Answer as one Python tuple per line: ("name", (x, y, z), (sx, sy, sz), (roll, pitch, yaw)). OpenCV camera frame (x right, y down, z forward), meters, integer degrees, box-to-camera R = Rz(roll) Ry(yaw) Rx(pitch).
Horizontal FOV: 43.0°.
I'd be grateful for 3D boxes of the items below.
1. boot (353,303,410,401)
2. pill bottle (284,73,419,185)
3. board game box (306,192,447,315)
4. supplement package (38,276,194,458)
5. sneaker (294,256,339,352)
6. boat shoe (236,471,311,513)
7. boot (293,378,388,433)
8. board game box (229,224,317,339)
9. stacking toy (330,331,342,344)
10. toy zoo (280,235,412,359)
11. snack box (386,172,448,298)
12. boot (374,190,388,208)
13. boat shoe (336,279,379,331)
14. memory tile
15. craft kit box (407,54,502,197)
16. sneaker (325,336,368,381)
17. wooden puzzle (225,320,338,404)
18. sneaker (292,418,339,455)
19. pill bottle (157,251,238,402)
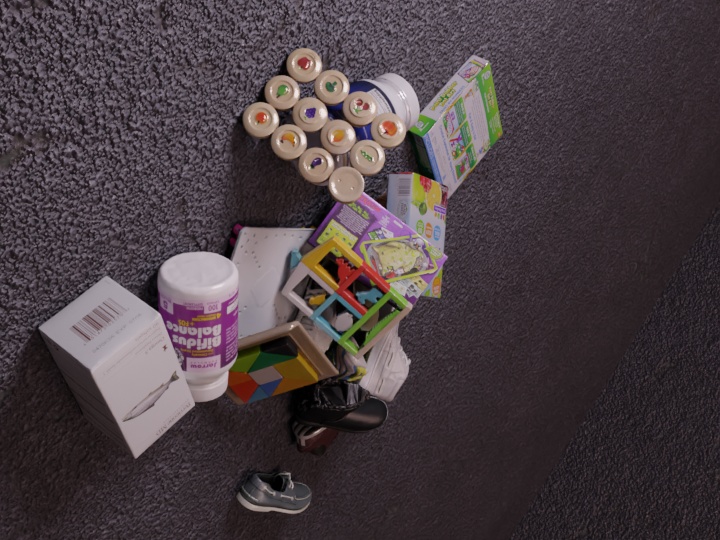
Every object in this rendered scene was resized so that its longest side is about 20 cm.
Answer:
("boot", (0.056, 0.153, 1.773), (0.095, 0.074, 0.201), (21, 93, -24))
("pill bottle", (-0.009, -0.217, 1.367), (0.200, 0.116, 0.116), (-34, 141, -35))
("board game box", (0.028, -0.034, 1.471), (0.120, 0.200, 0.032), (-53, -173, -3))
("supplement package", (-0.319, 0.131, 1.217), (0.117, 0.117, 0.200), (-43, 146, -28))
("sneaker", (-0.075, 0.063, 1.535), (0.081, 0.076, 0.201), (70, 38, -60))
("boat shoe", (-0.151, 0.420, 1.752), (0.200, 0.073, 0.062), (17, 106, -53))
("boot", (-0.023, 0.242, 1.661), (0.197, 0.074, 0.163), (5, 157, -16))
("board game box", (-0.156, 0.021, 1.447), (0.200, 0.026, 0.201), (-2, 118, -54))
("stacking toy", (-0.077, 0.112, 1.597), (0.200, 0.085, 0.085), (-41, 145, -17))
("toy zoo", (-0.034, 0.035, 1.453), (0.131, 0.200, 0.020), (-44, -170, 21))
("snack box", (0.094, -0.058, 1.567), (0.142, 0.053, 0.201), (10, 84, -58))
("boot", (0.042, -0.041, 1.639), (0.155, 0.074, 0.200), (-44, 134, -25))
("boat shoe", (-0.002, 0.000, 1.523), (0.073, 0.063, 0.202), (9, 85, -42))
("memory tile", (-0.050, -0.200, 1.260), (0.153, 0.200, 0.017), (-52, 178, -10))
("craft kit box", (0.178, -0.255, 1.675), (0.198, 0.048, 0.200), (-47, 147, -15))
("sneaker", (-0.044, 0.177, 1.649), (0.105, 0.076, 0.200), (-24, 165, -5))
("wooden puzzle", (-0.149, 0.156, 1.453), (0.184, 0.037, 0.200), (-18, 147, 11))
("sneaker", (-0.052, 0.294, 1.799), (0.200, 0.076, 0.116), (-24, 141, -29))
("pill bottle", (-0.230, 0.084, 1.301), (0.112, 0.112, 0.201), (-27, 132, -42))
